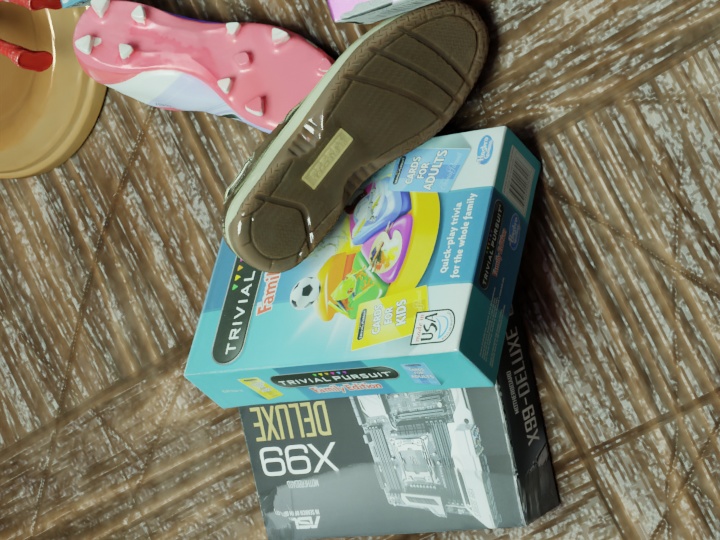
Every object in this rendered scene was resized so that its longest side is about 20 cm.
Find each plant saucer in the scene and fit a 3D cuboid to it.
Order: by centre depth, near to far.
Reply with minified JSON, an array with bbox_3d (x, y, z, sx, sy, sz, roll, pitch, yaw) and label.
[{"bbox_3d":[-0.259,-0.159,1.539,0.199,0.037,0.201,10,108,32],"label":"plant saucer"}]

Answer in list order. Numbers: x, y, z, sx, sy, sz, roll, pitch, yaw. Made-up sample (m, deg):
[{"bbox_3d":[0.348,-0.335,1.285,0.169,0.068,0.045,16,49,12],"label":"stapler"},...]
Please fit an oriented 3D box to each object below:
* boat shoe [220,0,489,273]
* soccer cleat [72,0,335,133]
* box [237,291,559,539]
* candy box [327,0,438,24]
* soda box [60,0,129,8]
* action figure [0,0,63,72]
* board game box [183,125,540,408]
[{"bbox_3d":[-0.011,-0.088,1.339,0.075,0.202,0.075,49,172,-19],"label":"boat shoe"},{"bbox_3d":[-0.089,-0.124,1.428,0.199,0.076,0.067,16,76,15],"label":"soccer cleat"},{"bbox_3d":[0.015,0.085,1.412,0.199,0.050,0.159,-7,98,34],"label":"box"},{"bbox_3d":[0.064,-0.232,1.258,0.199,0.061,0.137,-16,90,21],"label":"candy box"},{"bbox_3d":[-0.108,-0.226,1.399,0.199,0.068,0.064,-19,88,36],"label":"soda box"},{"bbox_3d":[-0.278,-0.183,1.494,0.199,0.052,0.066,22,108,32],"label":"action figure"},{"bbox_3d":[0.000,0.000,1.348,0.199,0.047,0.152,-7,56,34],"label":"board game box"}]
